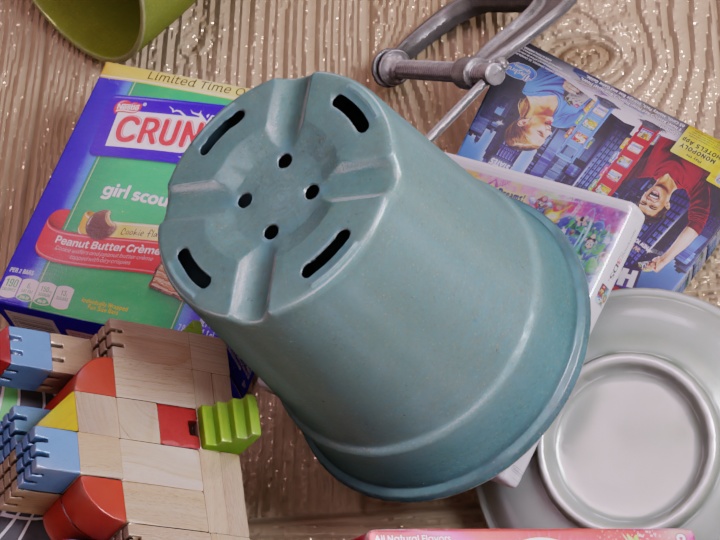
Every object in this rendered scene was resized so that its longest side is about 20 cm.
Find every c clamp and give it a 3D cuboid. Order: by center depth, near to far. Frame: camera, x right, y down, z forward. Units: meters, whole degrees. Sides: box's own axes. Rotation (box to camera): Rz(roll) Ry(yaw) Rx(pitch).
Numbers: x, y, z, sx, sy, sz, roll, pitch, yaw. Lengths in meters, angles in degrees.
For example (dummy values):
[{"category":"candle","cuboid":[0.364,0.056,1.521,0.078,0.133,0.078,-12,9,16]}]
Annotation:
[{"category":"c clamp","cuboid":[0.065,-0.150,1.326,0.171,0.027,0.200,-40,20,-8]}]

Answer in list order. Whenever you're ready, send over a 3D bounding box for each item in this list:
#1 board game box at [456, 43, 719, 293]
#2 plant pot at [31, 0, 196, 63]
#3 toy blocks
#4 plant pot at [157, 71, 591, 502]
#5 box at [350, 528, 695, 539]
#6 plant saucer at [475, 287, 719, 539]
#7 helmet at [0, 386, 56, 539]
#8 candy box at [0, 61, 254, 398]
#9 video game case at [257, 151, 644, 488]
[{"category":"board game box","cuboid":[0.125,-0.025,1.272,0.200,0.062,0.200,31,72,26]},{"category":"plant pot","cuboid":[-0.144,-0.282,1.447,0.200,0.188,0.187,-36,56,-28]},{"category":"toy blocks","cuboid":[-0.136,0.104,1.078,0.136,0.100,0.201,11,53,-32]},{"category":"plant pot","cuboid":[0.000,0.000,1.101,0.199,0.196,0.201,-16,56,24]},{"category":"box","cuboid":[0.075,0.190,1.034,0.199,0.100,0.096,3,71,-25]},{"category":"plant saucer","cuboid":[0.159,0.105,1.151,0.199,0.050,0.201,-3,77,15]},{"category":"helmet","cuboid":[-0.223,0.137,1.176,0.190,0.200,0.201,12,61,32]},{"category":"candy box","cuboid":[-0.126,-0.031,1.325,0.168,0.077,0.201,11,60,20]},{"category":"video game case","cuboid":[0.052,0.019,1.200,0.199,0.024,0.183,18,75,38]}]
